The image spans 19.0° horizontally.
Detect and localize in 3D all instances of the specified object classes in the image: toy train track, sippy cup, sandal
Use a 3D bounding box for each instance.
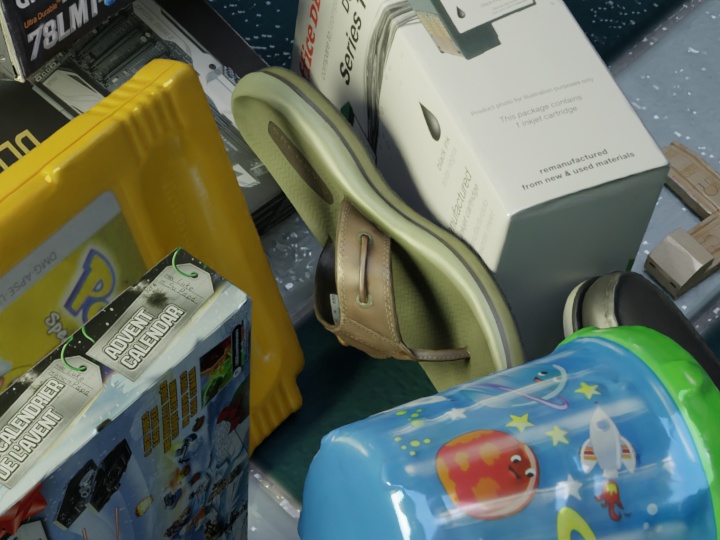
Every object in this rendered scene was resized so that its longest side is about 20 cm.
[{"bbox_3d":[0.220,-0.050,1.061,0.200,0.033,0.115,-32,65,-28],"label":"toy train track"},{"bbox_3d":[0.053,0.095,0.772,0.130,0.178,0.140,-8,69,-26],"label":"sippy cup"},{"bbox_3d":[-0.001,0.000,0.924,0.057,0.080,0.201,-32,69,-26],"label":"sandal"}]

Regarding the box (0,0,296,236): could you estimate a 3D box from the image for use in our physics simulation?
[{"bbox_3d":[-0.128,-0.054,0.965,0.158,0.050,0.200,46,50,9],"label":"box"}]

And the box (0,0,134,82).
[{"bbox_3d":[-0.170,-0.147,0.955,0.200,0.050,0.198,5,31,33],"label":"box"}]

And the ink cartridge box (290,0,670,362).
[{"bbox_3d":[0.045,-0.068,0.978,0.084,0.146,0.200,-17,58,-20],"label":"ink cartridge box"}]

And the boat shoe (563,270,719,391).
[{"bbox_3d":[0.159,0.081,0.902,0.074,0.063,0.202,-25,79,-38],"label":"boat shoe"}]

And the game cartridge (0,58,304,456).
[{"bbox_3d":[-0.113,0.040,0.866,0.032,0.177,0.200,17,47,43],"label":"game cartridge"}]

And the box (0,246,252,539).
[{"bbox_3d":[-0.099,0.101,0.801,0.040,0.200,0.137,34,56,22],"label":"box"}]
